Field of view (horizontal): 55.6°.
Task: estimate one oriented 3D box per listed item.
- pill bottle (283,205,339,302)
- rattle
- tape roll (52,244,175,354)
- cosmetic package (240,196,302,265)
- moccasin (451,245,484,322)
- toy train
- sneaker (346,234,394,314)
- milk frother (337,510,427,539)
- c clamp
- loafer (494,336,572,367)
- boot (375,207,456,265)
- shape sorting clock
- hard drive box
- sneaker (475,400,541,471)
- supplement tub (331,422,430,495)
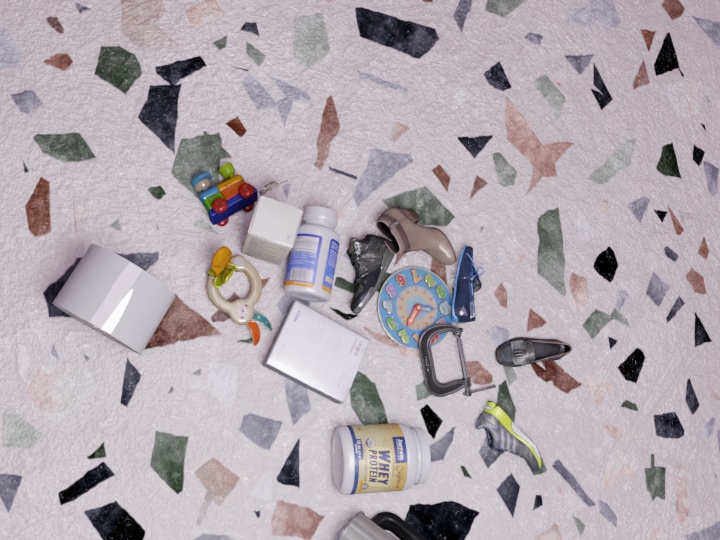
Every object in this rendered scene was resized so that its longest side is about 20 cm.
[{"bbox_3d":[-0.107,-0.038,1.563,0.110,0.112,0.204,13,76,-13],"label":"pill bottle"},{"bbox_3d":[-0.253,0.055,1.493,0.129,0.142,0.203,-16,78,-36],"label":"rattle"},{"bbox_3d":[-0.496,0.060,1.385,0.200,0.203,0.141,31,73,-8],"label":"tape roll"},{"bbox_3d":[-0.197,-0.082,1.498,0.102,0.200,0.089,19,76,-12],"label":"cosmetic package"},{"bbox_3d":[0.264,0.038,1.666,0.067,0.081,0.204,7,68,9],"label":"moccasin"},{"bbox_3d":[-0.279,-0.200,1.565,0.198,0.085,0.117,-32,76,-19],"label":"toy train"},{"bbox_3d":[0.000,0.000,1.608,0.113,0.076,0.202,28,70,-7],"label":"sneaker"},{"bbox_3d":[0.045,0.652,1.476,0.186,0.179,0.203,29,103,26],"label":"milk frother"},{"bbox_3d":[0.223,0.217,1.640,0.168,0.027,0.204,-19,101,-10],"label":"c clamp"},{"bbox_3d":[0.433,0.198,1.702,0.196,0.063,0.074,-4,81,-17],"label":"loafer"},{"bbox_3d":[0.126,-0.070,1.631,0.200,0.071,0.145,46,39,14],"label":"boot"},{"bbox_3d":[0.136,0.090,1.648,0.196,0.039,0.205,3,79,-16],"label":"shape sorting clock"},{"bbox_3d":[-0.100,0.185,1.542,0.198,0.077,0.158,29,73,-10],"label":"hard drive box"},{"bbox_3d":[0.353,0.412,1.643,0.081,0.074,0.200,-43,87,-9],"label":"sneaker"},{"bbox_3d":[0.043,0.413,1.506,0.196,0.144,0.148,1,79,-16],"label":"supplement tub"}]
